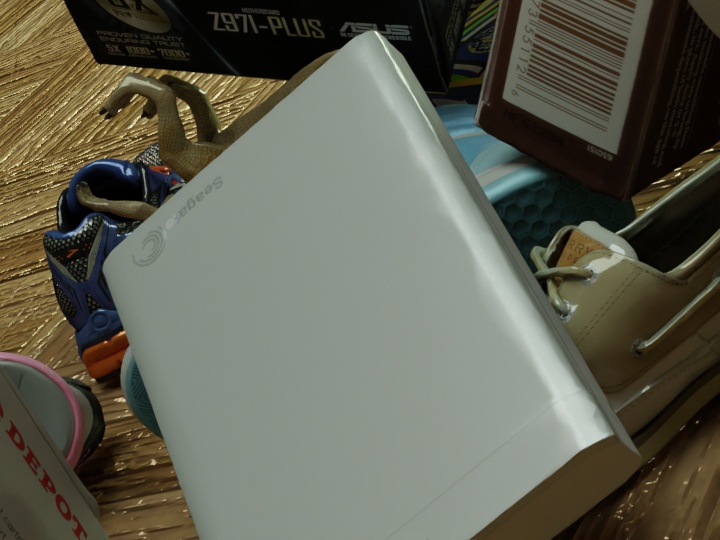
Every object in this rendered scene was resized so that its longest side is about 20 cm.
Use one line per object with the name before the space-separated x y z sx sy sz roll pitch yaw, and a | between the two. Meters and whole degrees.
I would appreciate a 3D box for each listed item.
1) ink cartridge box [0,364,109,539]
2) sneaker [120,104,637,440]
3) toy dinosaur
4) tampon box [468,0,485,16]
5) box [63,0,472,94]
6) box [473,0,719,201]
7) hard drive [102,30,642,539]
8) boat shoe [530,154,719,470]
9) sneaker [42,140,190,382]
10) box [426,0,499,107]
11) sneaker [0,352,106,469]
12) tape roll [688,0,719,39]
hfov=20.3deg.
ink cartridge box | -0.170 0.101 0.662 0.084 0.146 0.200 -25 19 15
sneaker | 0.000 0.000 0.784 0.199 0.080 0.131 -20 22 -3
toy dinosaur | -0.057 -0.044 0.844 0.058 0.101 0.200 -39 -17 -54
tampon box | 0.070 -0.242 1.091 0.150 0.200 0.126 -40 23 -28
box | -0.025 -0.185 0.862 0.163 0.086 0.201 7 62 16
box | 0.133 -0.113 0.757 0.075 0.100 0.200 30 37 29
hard drive | -0.007 0.026 0.639 0.132 0.026 0.200 -40 44 13
boat shoe | 0.082 0.016 0.646 0.200 0.069 0.075 -33 21 -9
sneaker | -0.106 -0.027 0.982 0.075 0.079 0.200 -24 21 12
box | 0.102 -0.107 0.911 0.064 0.070 0.200 -4 31 40
sneaker | -0.192 0.095 0.841 0.199 0.079 0.095 -24 -1 11
tape roll | 0.167 -0.143 0.552 0.202 0.071 0.203 -12 59 22
